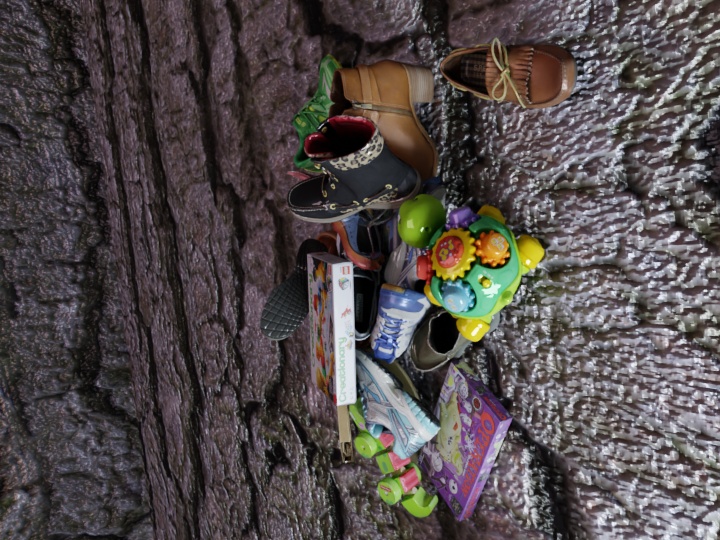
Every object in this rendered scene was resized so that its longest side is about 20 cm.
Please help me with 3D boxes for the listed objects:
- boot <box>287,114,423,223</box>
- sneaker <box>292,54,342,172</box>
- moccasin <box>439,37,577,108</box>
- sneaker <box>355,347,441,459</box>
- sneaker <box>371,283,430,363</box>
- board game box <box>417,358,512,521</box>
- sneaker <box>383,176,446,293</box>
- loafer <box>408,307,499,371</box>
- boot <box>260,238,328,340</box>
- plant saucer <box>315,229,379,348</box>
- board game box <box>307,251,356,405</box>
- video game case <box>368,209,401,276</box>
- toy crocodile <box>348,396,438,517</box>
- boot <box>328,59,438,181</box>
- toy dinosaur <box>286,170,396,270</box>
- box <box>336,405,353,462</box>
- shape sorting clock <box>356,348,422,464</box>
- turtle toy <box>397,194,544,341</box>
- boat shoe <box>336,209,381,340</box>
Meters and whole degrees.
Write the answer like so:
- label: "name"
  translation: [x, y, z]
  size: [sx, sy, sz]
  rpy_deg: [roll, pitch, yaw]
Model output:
- label: "boot"
  translation: [-0.031, -0.128, 0.978]
  size: [0.195, 0.150, 0.075]
  rpy_deg: [-2, 68, 24]
- label: "sneaker"
  translation: [-0.067, -0.253, 1.261]
  size: [0.074, 0.082, 0.204]
  rpy_deg: [47, 135, 43]
- label: "moccasin"
  translation: [0.166, -0.230, 0.874]
  size: [0.201, 0.076, 0.076]
  rpy_deg: [36, 128, 51]
- label: "sneaker"
  translation: [0.026, 0.193, 1.124]
  size: [0.087, 0.078, 0.200]
  rpy_deg: [-48, 49, 0]
- label: "sneaker"
  translation: [0.052, 0.082, 1.083]
  size: [0.201, 0.073, 0.090]
  rpy_deg: [84, -155, -72]
- label: "board game box"
  translation: [0.144, 0.243, 1.085]
  size: [0.120, 0.032, 0.204]
  rpy_deg: [45, 134, 40]
- label: "sneaker"
  translation: [0.097, -0.037, 1.063]
  size: [0.085, 0.076, 0.203]
  rpy_deg: [44, 142, 32]
- label: "loafer"
  translation: [0.113, 0.086, 1.053]
  size: [0.201, 0.068, 0.077]
  rpy_deg: [-51, 55, 51]
- label: "boot"
  translation: [-0.108, 0.057, 1.254]
  size: [0.066, 0.203, 0.132]
  rpy_deg: [24, 144, 4]
- label: "plant saucer"
  translation: [-0.020, 0.030, 1.273]
  size: [0.200, 0.032, 0.204]
  rpy_deg: [47, 148, 41]
- label: "board game box"
  translation: [-0.044, 0.082, 1.128]
  size: [0.126, 0.034, 0.206]
  rpy_deg: [-160, 67, -68]
- label: "video game case"
  translation: [0.015, -0.100, 1.221]
  size: [0.181, 0.022, 0.206]
  rpy_deg: [19, 112, 57]
- label: "toy crocodile"
  translation: [0.047, 0.283, 1.158]
  size: [0.062, 0.067, 0.203]
  rpy_deg: [-36, 81, 50]
- label: "boot"
  translation: [0.031, -0.182, 1.041]
  size: [0.076, 0.152, 0.206]
  rpy_deg: [26, 120, 53]
- label: "toy dinosaur"
  translation: [-0.019, -0.079, 1.130]
  size: [0.196, 0.104, 0.186]
  rpy_deg: [-15, 57, 36]
- label: "box"
  translation: [-0.031, 0.201, 1.263]
  size: [0.164, 0.021, 0.205]
  rpy_deg: [88, 176, -66]
- label: "shape sorting clock"
  translation: [0.043, 0.225, 1.238]
  size: [0.199, 0.038, 0.206]
  rpy_deg: [29, 125, 51]
- label: "turtle toy"
  translation: [0.119, -0.021, 0.936]
  size: [0.147, 0.100, 0.200]
  rpy_deg: [-54, 46, 11]
- label: "boat shoe"
  translation: [-0.003, 0.000, 1.143]
  size: [0.068, 0.071, 0.206]
  rpy_deg: [122, 153, -79]
